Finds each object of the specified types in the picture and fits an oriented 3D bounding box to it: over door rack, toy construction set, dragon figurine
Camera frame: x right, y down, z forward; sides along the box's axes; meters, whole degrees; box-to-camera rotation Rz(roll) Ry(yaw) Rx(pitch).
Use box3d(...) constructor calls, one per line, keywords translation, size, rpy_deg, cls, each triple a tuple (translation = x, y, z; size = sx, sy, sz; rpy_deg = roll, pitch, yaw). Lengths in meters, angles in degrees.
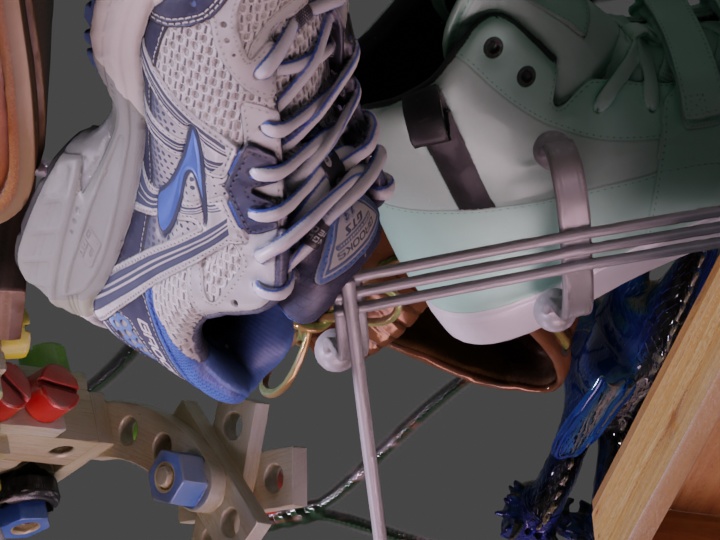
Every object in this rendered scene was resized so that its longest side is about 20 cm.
box3d(translation=(0.065, 0.048, 0.826), size=(0.147, 0.067, 0.201), rpy_deg=(-10, 117, -3), cls="over door rack")
box3d(translation=(-0.118, 0.047, 0.954), size=(0.199, 0.093, 0.131), rpy_deg=(25, 137, -35), cls="toy construction set")
box3d(translation=(0.100, 0.039, 0.991), size=(0.059, 0.100, 0.200), rpy_deg=(13, 151, -10), cls="dragon figurine")

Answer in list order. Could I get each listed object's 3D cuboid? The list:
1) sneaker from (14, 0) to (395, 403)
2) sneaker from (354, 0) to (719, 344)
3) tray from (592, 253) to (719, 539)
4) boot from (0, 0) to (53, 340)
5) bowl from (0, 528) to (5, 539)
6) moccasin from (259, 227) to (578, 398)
box3d(translation=(-0.023, -0.037, 0.714), size=(0.077, 0.085, 0.200), rpy_deg=(-38, 164, -33), cls="sneaker")
box3d(translation=(0.087, -0.067, 0.826), size=(0.200, 0.074, 0.118), rpy_deg=(-30, 129, 6), cls="sneaker")
box3d(translation=(0.139, 0.017, 0.728), size=(0.098, 0.037, 0.201), rpy_deg=(9, 135, -12), cls="tray")
box3d(translation=(-0.165, -0.049, 0.773), size=(0.154, 0.077, 0.200), rpy_deg=(5, 149, -8), cls="boot")
box3d(translation=(-0.212, 0.139, 0.905), size=(0.200, 0.091, 0.201), rpy_deg=(-7, 154, -4), cls="bowl")
box3d(translation=(-0.001, 0.001, 0.910), size=(0.073, 0.078, 0.201), rpy_deg=(-20, 153, 32), cls="moccasin")
